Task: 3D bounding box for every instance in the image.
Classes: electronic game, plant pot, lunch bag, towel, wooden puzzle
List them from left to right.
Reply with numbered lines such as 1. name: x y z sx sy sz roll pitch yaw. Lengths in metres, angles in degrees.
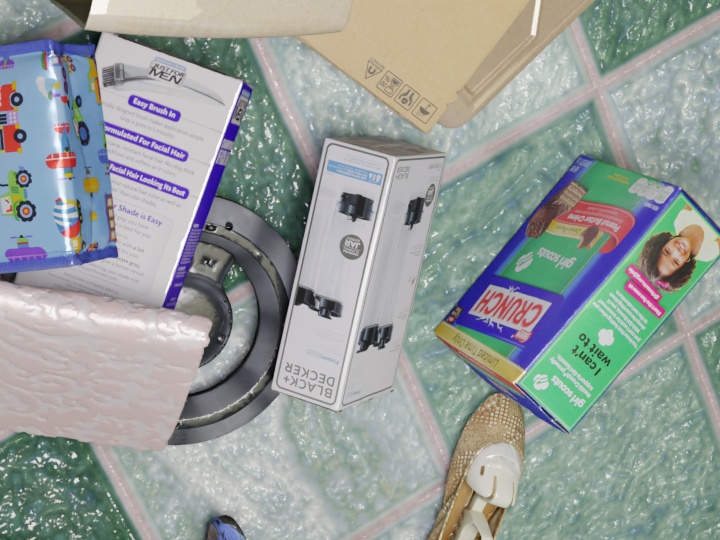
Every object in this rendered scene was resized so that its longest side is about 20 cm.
1. lunch bag: -0.280 -0.071 1.199 0.200 0.094 0.151 -5 94 11
2. towel: -0.217 0.065 1.232 0.200 0.191 0.032 9 59 -10
3. electronic game: -0.137 0.038 1.341 0.200 0.042 0.200 -4 105 -15
4. plant pot: -0.092 -0.252 1.178 0.177 0.200 0.200 10 101 -19
5. wooden puzzle: 0.088 -0.239 1.369 0.200 0.037 0.185 -42 116 -2

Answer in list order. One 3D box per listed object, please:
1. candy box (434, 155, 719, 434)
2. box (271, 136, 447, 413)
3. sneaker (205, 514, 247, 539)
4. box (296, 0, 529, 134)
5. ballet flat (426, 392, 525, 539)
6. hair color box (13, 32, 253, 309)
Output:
1. candy box: 0.172 0.015 1.401 0.077 0.169 0.200 41 86 -23
2. box: 0.000 0.000 1.349 0.117 0.060 0.200 -14 118 -66
3. sneaker: -0.134 0.291 1.401 0.078 0.075 0.200 12 98 -23
4. box: 0.025 -0.222 1.318 0.200 0.021 0.164 35 97 -25
5. ballet flat: 0.102 0.203 1.482 0.070 0.065 0.200 14 98 -26
6. hair color box: -0.163 -0.059 1.261 0.109 0.065 0.200 21 94 4
